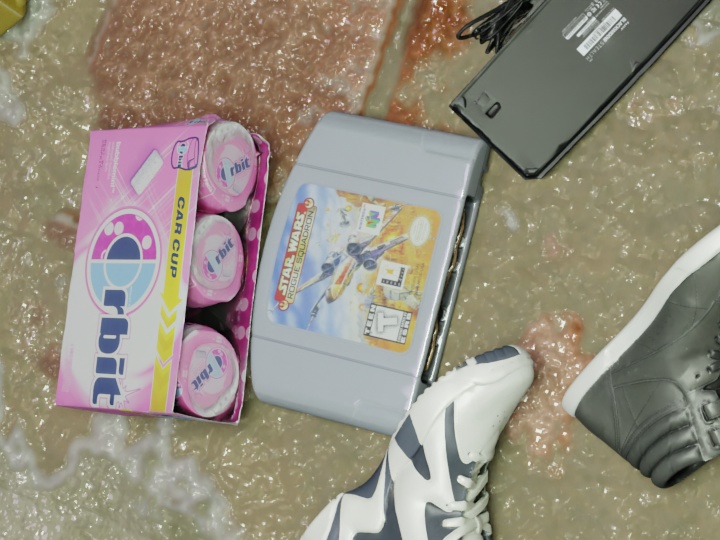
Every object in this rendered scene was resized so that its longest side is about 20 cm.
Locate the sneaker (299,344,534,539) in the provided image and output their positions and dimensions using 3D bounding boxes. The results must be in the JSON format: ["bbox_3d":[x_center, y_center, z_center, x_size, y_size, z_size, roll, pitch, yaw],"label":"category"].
[{"bbox_3d":[0.065,0.152,1.288,0.199,0.079,0.130,-47,69,10],"label":"sneaker"}]

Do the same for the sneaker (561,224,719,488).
[{"bbox_3d":[0.212,0.048,1.233,0.099,0.071,0.200,48,122,19],"label":"sneaker"}]

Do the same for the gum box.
[{"bbox_3d":[-0.130,-0.003,1.385,0.113,0.066,0.201,0,81,41],"label":"gum box"}]

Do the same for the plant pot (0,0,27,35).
[{"bbox_3d":[-0.343,-0.242,1.469,0.199,0.194,0.196,0,81,14],"label":"plant pot"}]

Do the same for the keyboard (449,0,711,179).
[{"bbox_3d":[0.143,-0.160,1.336,0.104,0.040,0.200,44,94,3],"label":"keyboard"}]

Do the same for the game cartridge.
[{"bbox_3d":[0.000,0.000,1.365,0.133,0.042,0.201,12,86,20],"label":"game cartridge"}]
